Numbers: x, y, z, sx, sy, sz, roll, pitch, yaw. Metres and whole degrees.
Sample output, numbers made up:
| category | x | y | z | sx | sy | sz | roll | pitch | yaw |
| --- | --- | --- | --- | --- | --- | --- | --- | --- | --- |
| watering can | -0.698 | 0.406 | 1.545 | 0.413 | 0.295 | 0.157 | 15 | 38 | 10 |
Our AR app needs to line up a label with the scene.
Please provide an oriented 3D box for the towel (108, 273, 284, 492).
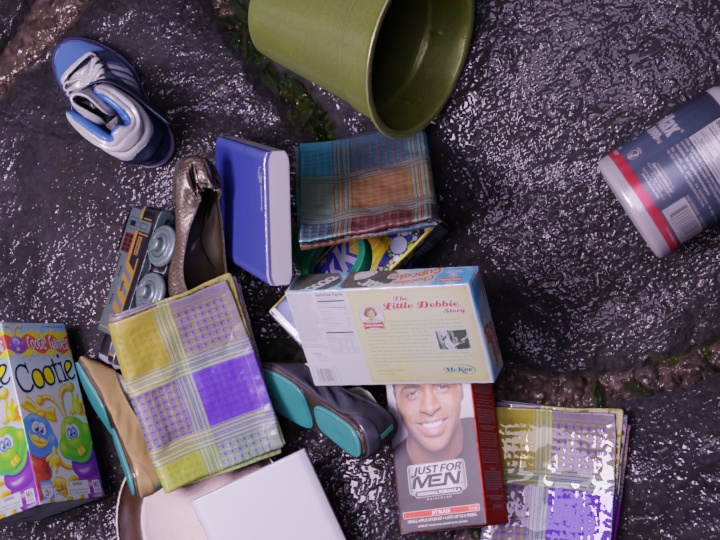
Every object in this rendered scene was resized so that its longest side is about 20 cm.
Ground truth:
| category | x | y | z | sx | sy | sz | roll | pitch | yaw |
| --- | --- | --- | --- | --- | --- | --- | --- | --- | --- |
| towel | -0.168 | 0.117 | 1.606 | 0.143 | 0.023 | 0.200 | -17 | 97 | -17 |

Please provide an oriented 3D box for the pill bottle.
| category | x | y | z | sx | sy | sz | roll | pitch | yaw |
| --- | --- | --- | --- | --- | --- | --- | --- | --- | --- |
| pill bottle | 0.350 | -0.113 | 1.544 | 0.200 | 0.120 | 0.120 | -33 | 75 | 7 |

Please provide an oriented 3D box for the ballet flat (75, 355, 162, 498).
| category | x | y | z | sx | sy | sz | roll | pitch | yaw |
| --- | --- | --- | --- | --- | --- | --- | --- | --- | --- |
| ballet flat | -0.250 | 0.164 | 1.684 | 0.063 | 0.069 | 0.200 | -21 | 52 | -16 |

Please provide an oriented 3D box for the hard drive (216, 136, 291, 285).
| category | x | y | z | sx | sy | sz | roll | pitch | yaw |
| --- | --- | --- | --- | --- | --- | --- | --- | --- | --- |
| hard drive | -0.113 | -0.066 | 1.613 | 0.025 | 0.200 | 0.132 | -4 | 100 | -19 |

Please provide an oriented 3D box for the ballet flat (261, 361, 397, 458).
| category | x | y | z | sx | sy | sz | roll | pitch | yaw |
| --- | --- | --- | --- | --- | --- | --- | --- | --- | --- |
| ballet flat | -0.034 | 0.138 | 1.628 | 0.200 | 0.073 | 0.073 | 26 | 89 | 46 |

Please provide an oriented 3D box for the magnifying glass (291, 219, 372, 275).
| category | x | y | z | sx | sy | sz | roll | pitch | yaw |
| --- | --- | --- | --- | --- | --- | --- | --- | --- | --- |
| magnifying glass | -0.057 | -0.029 | 1.641 | 0.200 | 0.022 | 0.080 | 32 | 85 | 46 |

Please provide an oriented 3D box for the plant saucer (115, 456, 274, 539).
| category | x | y | z | sx | sy | sz | roll | pitch | yaw |
| --- | --- | --- | --- | --- | --- | --- | --- | --- | --- |
| plant saucer | -0.167 | 0.267 | 1.673 | 0.200 | 0.032 | 0.201 | -2 | 81 | 14 |

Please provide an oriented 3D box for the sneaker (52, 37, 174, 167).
| category | x | y | z | sx | sy | sz | roll | pitch | yaw |
| --- | --- | --- | --- | --- | --- | --- | --- | --- | --- |
| sneaker | -0.293 | -0.200 | 1.712 | 0.081 | 0.146 | 0.200 | -43 | 75 | 5 |

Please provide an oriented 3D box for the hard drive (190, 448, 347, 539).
| category | x | y | z | sx | sy | sz | roll | pitch | yaw |
| --- | --- | --- | --- | --- | --- | --- | --- | --- | --- |
| hard drive | -0.076 | 0.304 | 1.617 | 0.132 | 0.025 | 0.200 | -25 | 88 | 1 |

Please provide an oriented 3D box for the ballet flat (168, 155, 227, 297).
| category | x | y | z | sx | sy | sz | roll | pitch | yaw |
| --- | --- | --- | --- | --- | --- | --- | --- | --- | --- |
| ballet flat | -0.165 | -0.022 | 1.626 | 0.046 | 0.067 | 0.200 | 18 | 113 | 46 |

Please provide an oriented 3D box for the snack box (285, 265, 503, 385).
| category | x | y | z | sx | sy | sz | roll | pitch | yaw |
| --- | --- | --- | --- | --- | --- | --- | --- | --- | --- |
| snack box | 0.033 | 0.057 | 1.543 | 0.200 | 0.037 | 0.116 | -3 | 120 | 24 |

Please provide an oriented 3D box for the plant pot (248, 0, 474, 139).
| category | x | y | z | sx | sy | sz | roll | pitch | yaw |
| --- | --- | --- | --- | --- | --- | --- | --- | --- | --- |
| plant pot | -0.011 | -0.260 | 1.641 | 0.190 | 0.200 | 0.200 | 21 | 88 | 29 |

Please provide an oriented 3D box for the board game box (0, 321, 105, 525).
| category | x | y | z | sx | sy | sz | roll | pitch | yaw |
| --- | --- | --- | --- | --- | --- | --- | --- | --- | --- |
| board game box | -0.370 | 0.167 | 1.691 | 0.103 | 0.105 | 0.200 | -23 | 76 | 29 |

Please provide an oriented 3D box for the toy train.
| category | x | y | z | sx | sy | sz | roll | pitch | yaw |
| --- | --- | --- | --- | --- | --- | --- | --- | --- | --- |
| toy train | -0.227 | 0.022 | 1.694 | 0.114 | 0.085 | 0.200 | 18 | 92 | 46 |

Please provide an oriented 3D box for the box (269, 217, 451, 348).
| category | x | y | z | sx | sy | sz | roll | pitch | yaw |
| --- | --- | --- | --- | --- | --- | --- | --- | --- | --- |
| box | 0.000 | 0.000 | 1.649 | 0.200 | 0.064 | 0.070 | -46 | 74 | 4 |

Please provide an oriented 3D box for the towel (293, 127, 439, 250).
| category | x | y | z | sx | sy | sz | roll | pitch | yaw |
| --- | --- | --- | --- | --- | --- | --- | --- | --- | --- |
| towel | 0.003 | -0.091 | 1.605 | 0.146 | 0.200 | 0.022 | -11 | 122 | 4 |

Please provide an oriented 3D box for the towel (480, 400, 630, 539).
| category | x | y | z | sx | sy | sz | roll | pitch | yaw |
| --- | --- | --- | --- | --- | --- | --- | --- | --- | --- |
| towel | 0.195 | 0.234 | 1.586 | 0.143 | 0.023 | 0.200 | 6 | 84 | 15 |

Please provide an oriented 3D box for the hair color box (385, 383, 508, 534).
| category | x | y | z | sx | sy | sz | roll | pitch | yaw |
| --- | --- | --- | --- | --- | --- | --- | --- | --- | --- |
| hair color box | 0.086 | 0.166 | 1.593 | 0.101 | 0.061 | 0.200 | -12 | 77 | 27 |
